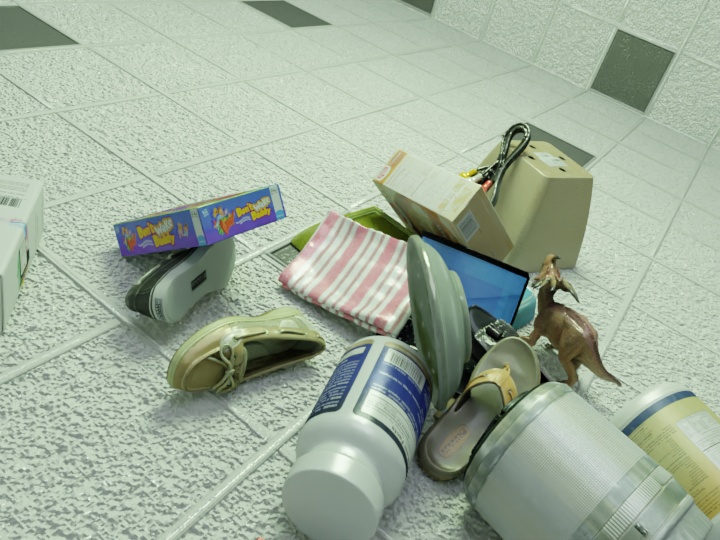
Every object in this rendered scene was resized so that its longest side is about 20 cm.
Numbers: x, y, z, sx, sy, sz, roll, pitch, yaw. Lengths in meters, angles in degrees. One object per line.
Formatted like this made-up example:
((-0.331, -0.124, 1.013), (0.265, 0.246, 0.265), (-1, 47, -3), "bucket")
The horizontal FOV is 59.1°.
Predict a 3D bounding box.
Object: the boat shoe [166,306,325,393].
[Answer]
((-0.125, 0.096, 0.726), (0.063, 0.075, 0.198), (34, 28, 31), "boat shoe")

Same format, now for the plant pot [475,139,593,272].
((0.313, -0.132, 1.188), (0.196, 0.180, 0.201), (-5, 39, -32), "plant pot")

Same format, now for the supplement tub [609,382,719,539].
((0.374, 0.243, 0.702), (0.141, 0.147, 0.201), (-2, 39, -30), "supplement tub")

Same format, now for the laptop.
((0.127, 0.058, 0.875), (0.174, 0.105, 0.200), (22, 32, 10), "laptop")

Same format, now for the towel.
((0.000, 0.000, 0.891), (0.197, 0.030, 0.147), (23, 60, 22), "towel")

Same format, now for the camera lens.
((0.212, 0.226, 0.628), (0.158, 0.163, 0.200), (-15, 46, -42), "camera lens")

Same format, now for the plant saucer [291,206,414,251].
((0.023, -0.036, 1.015), (0.199, 0.049, 0.198), (38, 38, 26), "plant saucer")

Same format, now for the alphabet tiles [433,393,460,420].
((0.206, 0.189, 0.822), (0.166, 0.008, 0.199), (33, 35, 21), "alphabet tiles")

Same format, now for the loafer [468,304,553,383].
((0.201, 0.120, 0.801), (0.071, 0.063, 0.202), (-28, 72, -27), "loafer")

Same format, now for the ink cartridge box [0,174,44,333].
((-0.457, -0.030, 0.720), (0.141, 0.085, 0.202), (7, 34, -18), "ink cartridge box")

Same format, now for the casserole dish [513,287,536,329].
((0.204, 0.044, 1.004), (0.198, 0.039, 0.121), (-18, 48, -42), "casserole dish")

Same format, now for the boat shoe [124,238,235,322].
((-0.222, 0.001, 0.809), (0.062, 0.072, 0.200), (7, 21, 14), "boat shoe")

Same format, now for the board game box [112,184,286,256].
((-0.213, -0.065, 0.835), (0.197, 0.046, 0.133), (-4, 15, 40), "board game box")

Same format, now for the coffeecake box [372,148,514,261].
((0.131, -0.093, 1.020), (0.199, 0.073, 0.154), (36, -9, 46), "coffeecake box")

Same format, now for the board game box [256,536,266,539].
((-0.018, 0.307, 0.520), (0.196, 0.020, 0.103), (23, 34, 5), "board game box")

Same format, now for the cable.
((0.229, -0.174, 1.095), (0.097, 0.200, 0.050), (47, 5, 40), "cable")

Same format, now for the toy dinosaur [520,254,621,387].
((0.295, 0.079, 0.907), (0.084, 0.138, 0.200), (-10, 44, -37), "toy dinosaur")

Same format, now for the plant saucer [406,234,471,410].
((0.094, 0.058, 0.743), (0.049, 0.204, 0.202), (-8, 36, -2), "plant saucer")

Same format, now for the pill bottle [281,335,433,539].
((0.001, 0.167, 0.645), (0.114, 0.118, 0.201), (23, 33, 7), "pill bottle")

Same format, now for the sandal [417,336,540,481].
((0.141, 0.153, 0.725), (0.080, 0.054, 0.199), (38, 65, 23), "sandal")
